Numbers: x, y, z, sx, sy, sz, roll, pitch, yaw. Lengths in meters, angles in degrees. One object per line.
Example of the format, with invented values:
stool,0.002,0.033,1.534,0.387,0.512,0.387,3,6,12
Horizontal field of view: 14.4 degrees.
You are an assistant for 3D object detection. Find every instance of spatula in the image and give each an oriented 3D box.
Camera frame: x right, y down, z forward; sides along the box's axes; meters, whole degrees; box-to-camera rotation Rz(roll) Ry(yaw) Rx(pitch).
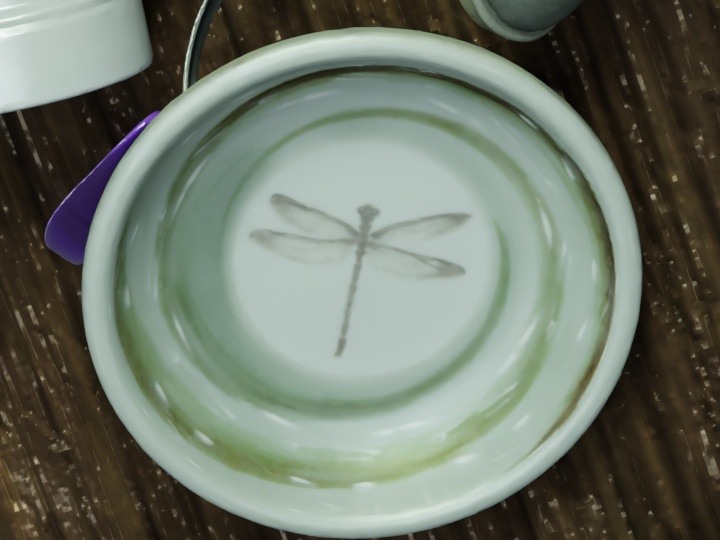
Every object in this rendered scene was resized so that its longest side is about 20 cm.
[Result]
spatula,-0.051,-0.089,1.007,0.020,0.057,0.201,29,87,17

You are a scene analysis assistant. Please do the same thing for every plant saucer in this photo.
plant saucer,0.000,0.000,1.023,0.199,0.050,0.201,-1,116,-3

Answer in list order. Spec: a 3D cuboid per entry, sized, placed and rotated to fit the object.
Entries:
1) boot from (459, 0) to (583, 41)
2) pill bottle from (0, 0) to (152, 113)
boot,0.126,-0.135,0.895,0.200,0.072,0.183,31,103,47
pill bottle,-0.137,-0.160,0.995,0.113,0.114,0.201,-8,103,15
